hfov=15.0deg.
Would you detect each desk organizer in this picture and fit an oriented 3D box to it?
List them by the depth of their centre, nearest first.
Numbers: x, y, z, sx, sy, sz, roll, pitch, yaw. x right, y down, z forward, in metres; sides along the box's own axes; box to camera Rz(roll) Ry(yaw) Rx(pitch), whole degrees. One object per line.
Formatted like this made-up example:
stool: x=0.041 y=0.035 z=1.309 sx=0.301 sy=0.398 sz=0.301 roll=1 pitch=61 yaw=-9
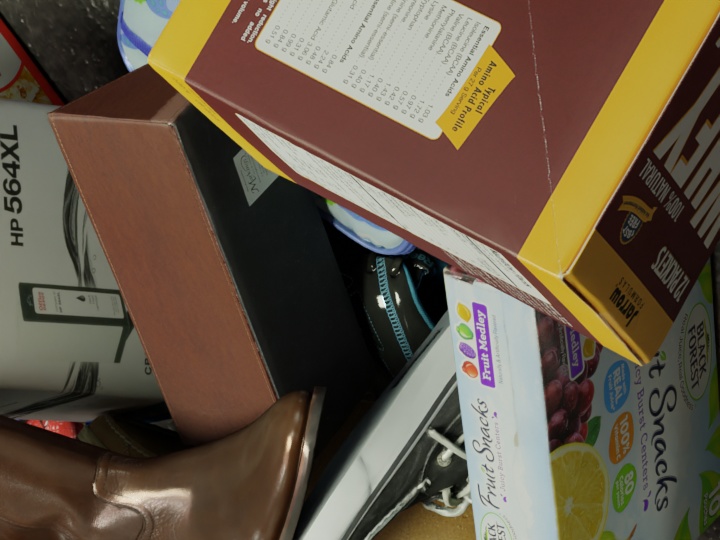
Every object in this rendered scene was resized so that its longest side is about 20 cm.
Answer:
desk organizer: x=-0.067 y=-0.009 z=1.273 sx=0.077 sy=0.072 sz=0.201 roll=6 pitch=130 yaw=34

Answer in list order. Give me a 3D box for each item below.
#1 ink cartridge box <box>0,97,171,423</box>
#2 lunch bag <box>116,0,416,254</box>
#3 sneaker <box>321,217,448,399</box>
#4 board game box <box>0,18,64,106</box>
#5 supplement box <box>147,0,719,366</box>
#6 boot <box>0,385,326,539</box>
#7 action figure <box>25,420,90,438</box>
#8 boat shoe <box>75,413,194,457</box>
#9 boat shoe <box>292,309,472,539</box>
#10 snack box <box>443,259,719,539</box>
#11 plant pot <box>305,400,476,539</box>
ink cartridge box: x=-0.164 y=-0.003 z=1.353 sx=0.084 sy=0.199 sz=0.147 roll=-13 pitch=77 yaw=46
lunch bag: x=-0.020 y=-0.111 z=1.272 sx=0.200 sy=0.082 sz=0.161 roll=38 pitch=140 yaw=17
sneaker: x=0.000 y=0.000 z=1.347 sx=0.200 sy=0.073 sz=0.082 roll=36 pitch=134 yaw=2
board game box: x=-0.216 y=-0.057 z=1.511 sx=0.200 sy=0.046 sz=0.151 roll=54 pitch=139 yaw=-2
supplement box: x=0.065 y=-0.104 z=1.084 sx=0.199 sy=0.198 sz=0.133 roll=29 pitch=175 yaw=24
boot: x=-0.128 y=0.085 z=1.251 sx=0.199 sy=0.064 sz=0.187 roll=21 pitch=137 yaw=-8
action figure: x=-0.179 y=0.070 z=1.519 sx=0.200 sy=0.065 sz=0.100 roll=164 pitch=104 yaw=-75
boat shoe: x=-0.069 y=0.110 z=1.423 sx=0.200 sy=0.076 sz=0.072 roll=35 pitch=-168 yaw=-51
boat shoe: x=0.038 y=0.078 z=1.266 sx=0.068 sy=0.200 sz=0.074 roll=38 pitch=165 yaw=-4
snack box: x=0.105 y=0.057 z=1.228 sx=0.053 sy=0.142 sz=0.201 roll=15 pitch=127 yaw=33
plant pot: x=0.000 y=0.199 z=1.344 sx=0.186 sy=0.200 sz=0.187 roll=31 pitch=155 yaw=16
